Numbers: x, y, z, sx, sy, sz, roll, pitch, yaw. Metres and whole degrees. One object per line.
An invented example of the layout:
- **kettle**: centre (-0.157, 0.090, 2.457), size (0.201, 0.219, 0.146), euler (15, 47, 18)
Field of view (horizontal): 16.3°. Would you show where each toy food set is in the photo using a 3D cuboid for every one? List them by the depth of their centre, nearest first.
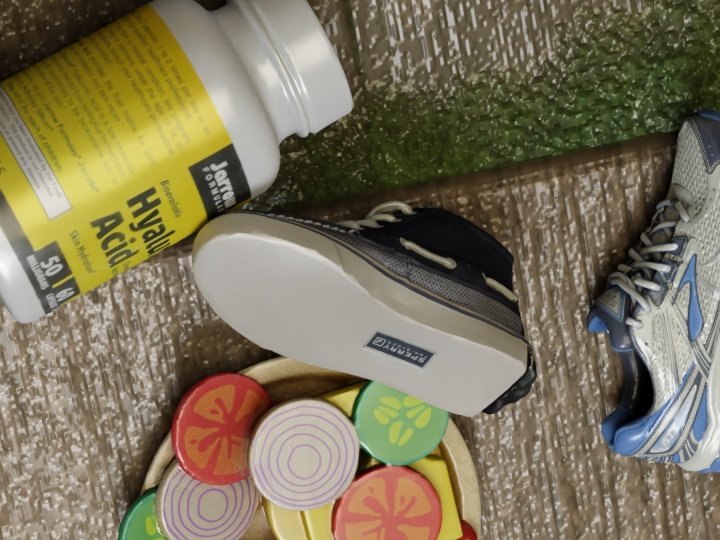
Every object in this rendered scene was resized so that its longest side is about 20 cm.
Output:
- **toy food set**: centre (-0.029, 0.138, 1.340), size (0.199, 0.049, 0.199), euler (-18, 105, -11)

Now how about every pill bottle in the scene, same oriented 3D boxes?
- **pill bottle**: centre (-0.109, -0.067, 1.244), size (0.199, 0.111, 0.112), euler (-30, 107, -8)

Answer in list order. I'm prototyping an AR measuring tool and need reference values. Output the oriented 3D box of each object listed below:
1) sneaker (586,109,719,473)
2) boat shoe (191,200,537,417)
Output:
- **sneaker**: centre (0.169, 0.013, 1.358), size (0.085, 0.077, 0.201), euler (0, 100, -11)
- **boat shoe**: centre (0.000, 0.000, 1.292), size (0.199, 0.093, 0.075), euler (27, 129, -27)
